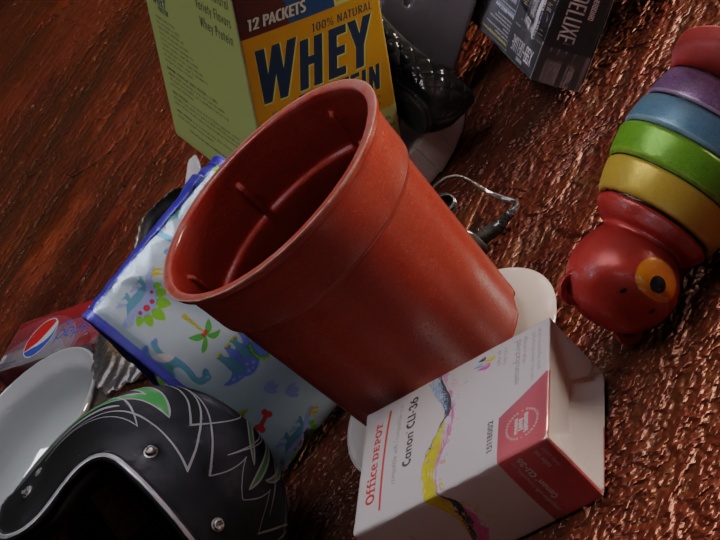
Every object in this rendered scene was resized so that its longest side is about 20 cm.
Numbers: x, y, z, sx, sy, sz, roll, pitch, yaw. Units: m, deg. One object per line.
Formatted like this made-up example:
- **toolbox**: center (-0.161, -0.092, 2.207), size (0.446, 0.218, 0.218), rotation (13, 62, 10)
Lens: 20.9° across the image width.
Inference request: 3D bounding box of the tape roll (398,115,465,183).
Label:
- **tape roll**: center (0.008, -0.100, 1.773), size (0.202, 0.037, 0.203), rotation (-36, 26, 21)

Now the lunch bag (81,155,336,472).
- **lunch bag**: center (-0.099, 0.034, 1.541), size (0.170, 0.200, 0.127), rotation (-51, 26, -11)

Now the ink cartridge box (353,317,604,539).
- **ink cartridge box**: center (0.064, 0.130, 1.297), size (0.200, 0.067, 0.117), rotation (-31, 30, 28)

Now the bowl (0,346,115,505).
- **bowl**: center (-0.279, 0.173, 1.744), size (0.201, 0.090, 0.201), rotation (-35, 26, 20)

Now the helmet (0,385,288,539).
- **helmet**: center (-0.146, 0.177, 1.420), size (0.190, 0.200, 0.200), rotation (-32, 27, 10)

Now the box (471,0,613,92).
- **box**: center (0.164, -0.258, 1.671), size (0.200, 0.050, 0.158), rotation (-121, 46, -65)

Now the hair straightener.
- **hair straightener**: center (0.032, -0.026, 1.508), size (0.199, 0.077, 0.041), rotation (-23, 10, -16)

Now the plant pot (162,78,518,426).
- **plant pot**: center (-0.002, 0.004, 1.387), size (0.200, 0.195, 0.201), rotation (-35, 27, 22)

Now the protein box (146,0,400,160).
- **protein box**: center (-0.080, -0.197, 1.686), size (0.134, 0.201, 0.198), rotation (-24, 33, -21)

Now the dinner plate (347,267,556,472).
- **dinner plate**: center (0.061, 0.070, 1.450), size (0.200, 0.024, 0.201), rotation (-37, 26, 21)

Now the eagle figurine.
- **eagle figurine**: center (-0.153, 0.000, 1.681), size (0.200, 0.152, 0.151), rotation (-28, 26, -34)

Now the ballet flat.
- **ballet flat**: center (0.023, -0.196, 1.712), size (0.057, 0.200, 0.067), rotation (-27, -26, -23)

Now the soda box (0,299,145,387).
- **soda box**: center (-0.272, 0.078, 1.911), size (0.200, 0.063, 0.070), rotation (-16, 38, 46)

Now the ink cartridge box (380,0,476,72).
- **ink cartridge box**: center (0.068, -0.289, 1.810), size (0.200, 0.082, 0.146), rotation (-86, 12, -64)

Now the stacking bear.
- **stacking bear**: center (0.209, -0.049, 1.304), size (0.200, 0.121, 0.114), rotation (-57, 28, -7)
